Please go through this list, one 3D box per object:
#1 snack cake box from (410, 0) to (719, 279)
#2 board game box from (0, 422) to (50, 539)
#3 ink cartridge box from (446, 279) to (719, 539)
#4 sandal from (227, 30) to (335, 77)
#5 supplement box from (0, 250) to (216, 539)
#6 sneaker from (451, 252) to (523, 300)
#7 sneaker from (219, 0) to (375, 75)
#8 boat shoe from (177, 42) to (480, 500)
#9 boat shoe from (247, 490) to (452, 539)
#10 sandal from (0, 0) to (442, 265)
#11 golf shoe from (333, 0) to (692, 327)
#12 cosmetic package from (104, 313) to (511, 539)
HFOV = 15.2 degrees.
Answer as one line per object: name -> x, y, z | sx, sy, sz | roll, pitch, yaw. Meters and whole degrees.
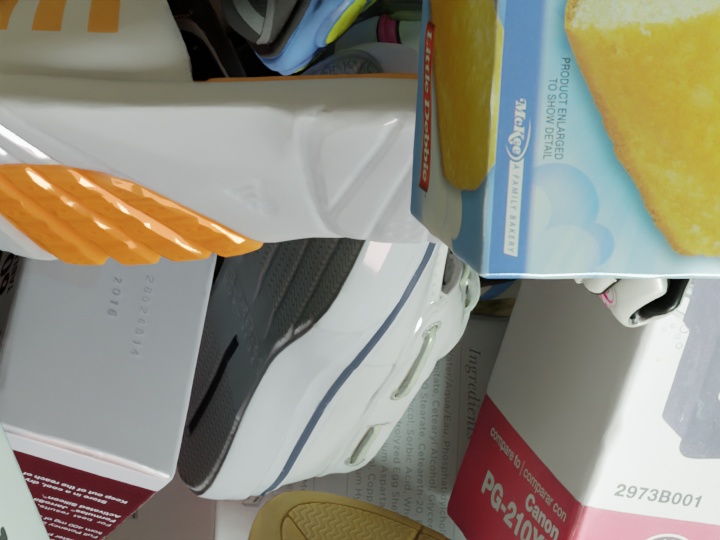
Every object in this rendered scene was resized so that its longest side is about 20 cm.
snack cake box -> 0.077, -0.101, 0.560 | 0.114, 0.201, 0.067 | 0, -168, -12
board game box -> -0.163, 0.020, 0.737 | 0.064, 0.148, 0.200 | -27, -157, -19
ink cartridge box -> 0.132, 0.014, 0.846 | 0.144, 0.084, 0.201 | 9, 111, -25
sandal -> -0.056, -0.033, 0.859 | 0.199, 0.048, 0.075 | -10, 138, 12
supplement box -> -0.107, 0.038, 0.852 | 0.061, 0.109, 0.200 | 18, 153, -16
sneaker -> 0.061, -0.020, 0.918 | 0.199, 0.072, 0.073 | -2, 165, -2
sneaker -> -0.022, -0.109, 0.697 | 0.071, 0.083, 0.200 | -47, 172, -6
boat shoe -> 0.000, 0.000, 0.786 | 0.066, 0.074, 0.200 | -3, 152, -24
boat shoe -> 0.037, 0.147, 0.857 | 0.200, 0.071, 0.069 | 35, 133, -7
sandal -> -0.035, -0.043, 0.683 | 0.206, 0.059, 0.079 | 1, 151, 20
golf shoe -> 0.063, -0.033, 0.747 | 0.200, 0.093, 0.072 | 16, -171, 43
cosmetic package -> 0.006, 0.076, 0.987 | 0.199, 0.124, 0.199 | 3, 177, -22
